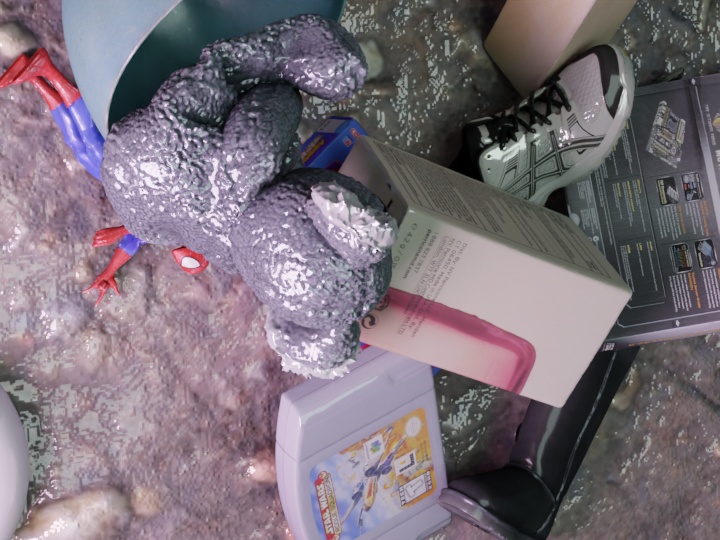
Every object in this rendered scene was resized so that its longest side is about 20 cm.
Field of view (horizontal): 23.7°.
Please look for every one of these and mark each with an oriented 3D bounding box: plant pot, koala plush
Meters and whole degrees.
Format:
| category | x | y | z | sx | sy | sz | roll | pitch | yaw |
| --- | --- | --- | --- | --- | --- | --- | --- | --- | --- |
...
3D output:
| category | x | y | z | sx | sy | sz | roll | pitch | yaw |
| --- | --- | --- | --- | --- | --- | --- | --- | --- | --- |
| plant pot | -0.127 | -0.190 | 1.179 | 0.200 | 0.200 | 0.135 | -33 | 69 | -19 |
| koala plush | -0.053 | -0.036 | 1.132 | 0.183 | 0.200 | 0.178 | -20 | 149 | -36 |

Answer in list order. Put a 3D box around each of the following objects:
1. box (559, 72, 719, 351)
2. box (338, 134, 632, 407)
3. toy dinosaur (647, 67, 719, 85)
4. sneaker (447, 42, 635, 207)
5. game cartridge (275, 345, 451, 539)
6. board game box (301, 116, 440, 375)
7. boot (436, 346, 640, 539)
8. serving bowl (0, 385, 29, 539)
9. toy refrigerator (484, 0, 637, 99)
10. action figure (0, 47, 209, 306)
| category | x | y | z | sx | sy | sz | roll | pitch | yaw |
| --- | --- | --- | --- | --- | --- | --- | --- | --- | --- |
| box | 0.242 | -0.047 | 1.360 | 0.157 | 0.048 | 0.201 | -10 | 78 | 1 |
| box | 0.073 | 0.002 | 1.253 | 0.199 | 0.128 | 0.109 | 20 | 110 | -26 |
| toy dinosaur | 0.261 | -0.089 | 1.435 | 0.199 | 0.102 | 0.136 | -32 | 95 | 2 |
| sneaker | 0.126 | -0.097 | 1.312 | 0.087 | 0.076 | 0.200 | 20 | 121 | -35 |
| game cartridge | 0.002 | 0.153 | 1.312 | 0.133 | 0.041 | 0.201 | -30 | 133 | -23 |
| board game box | 0.000 | 0.000 | 1.328 | 0.134 | 0.045 | 0.200 | -45 | 113 | -14 |
| boot | 0.146 | 0.120 | 1.372 | 0.201 | 0.065 | 0.165 | -62 | 153 | -6 |
| serving bowl | -0.319 | 0.147 | 1.181 | 0.199 | 0.066 | 0.201 | -3 | 97 | -26 |
| toy refrigerator | 0.159 | -0.209 | 1.292 | 0.076 | 0.200 | 0.070 | -34 | 81 | -18 |
| action figure | -0.191 | -0.052 | 1.219 | 0.200 | 0.065 | 0.099 | 45 | 71 | -22 |
